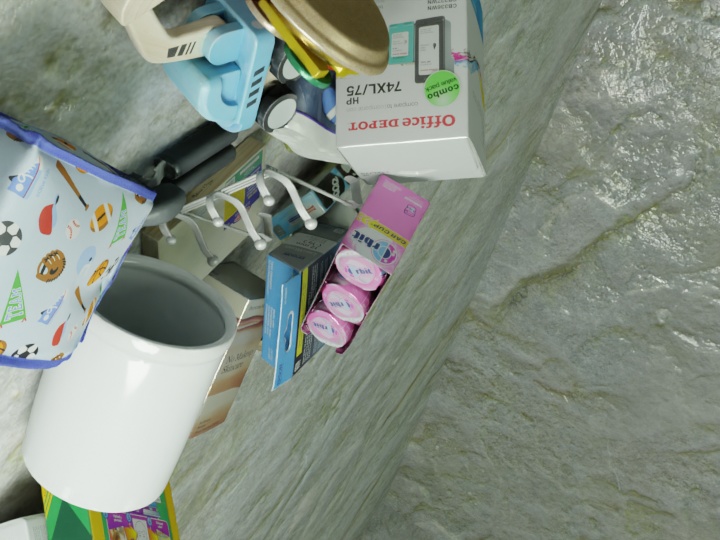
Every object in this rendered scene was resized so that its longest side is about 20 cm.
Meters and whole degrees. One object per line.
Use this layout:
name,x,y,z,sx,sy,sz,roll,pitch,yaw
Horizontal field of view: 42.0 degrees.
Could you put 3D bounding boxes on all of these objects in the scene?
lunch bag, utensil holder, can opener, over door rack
lunch bag,-0.256,-0.020,0.725,0.172,0.123,0.200,-62,157,1
utensil holder,-0.234,0.112,0.939,0.170,0.168,0.203,-26,143,-64
can opener,-0.182,-0.092,0.956,0.200,0.066,0.053,-51,161,-49
over door rack,-0.098,-0.055,1.013,0.199,0.146,0.068,-3,77,-61

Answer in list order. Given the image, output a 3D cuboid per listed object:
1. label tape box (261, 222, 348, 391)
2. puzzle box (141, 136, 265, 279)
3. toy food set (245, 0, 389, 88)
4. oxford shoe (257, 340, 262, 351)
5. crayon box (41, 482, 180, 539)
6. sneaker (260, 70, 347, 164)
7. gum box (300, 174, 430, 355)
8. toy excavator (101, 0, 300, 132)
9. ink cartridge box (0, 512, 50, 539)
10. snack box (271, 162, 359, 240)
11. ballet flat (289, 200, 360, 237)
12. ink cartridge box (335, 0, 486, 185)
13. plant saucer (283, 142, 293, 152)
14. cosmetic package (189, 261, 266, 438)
label tape box,-0.081,0.039,1.175,0.200,0.065,0.146,-39,140,-58
puzzle box,-0.180,-0.051,1.095,0.200,0.025,0.134,-49,160,-39
toy food set,-0.050,-0.254,0.861,0.048,0.201,0.198,-38,176,27
oxford shoe,-0.103,0.037,1.417,0.203,0.070,0.075,-63,159,1
crayon box,-0.273,0.292,1.054,0.057,0.175,0.200,-22,155,9
sneaker,-0.042,-0.207,1.045,0.199,0.079,0.149,20,81,-67
gum box,0.000,0.000,1.082,0.114,0.065,0.201,-60,180,-36
toy excavator,-0.142,-0.199,0.846,0.198,0.100,0.196,-29,154,-37
ink cartridge box,-0.335,0.344,1.034,0.083,0.147,0.200,-18,168,11
snack box,-0.037,-0.129,1.298,0.116,0.037,0.200,-27,-162,49
ballet flat,-0.052,-0.054,1.303,0.070,0.069,0.199,-57,-163,-11
ink cartridge box,0.058,-0.212,1.029,0.146,0.144,0.204,37,52,-73
plant saucer,-0.033,-0.252,1.180,0.203,0.047,0.199,-66,164,16
cosmetic package,-0.191,0.099,1.205,0.203,0.086,0.103,-66,163,15
